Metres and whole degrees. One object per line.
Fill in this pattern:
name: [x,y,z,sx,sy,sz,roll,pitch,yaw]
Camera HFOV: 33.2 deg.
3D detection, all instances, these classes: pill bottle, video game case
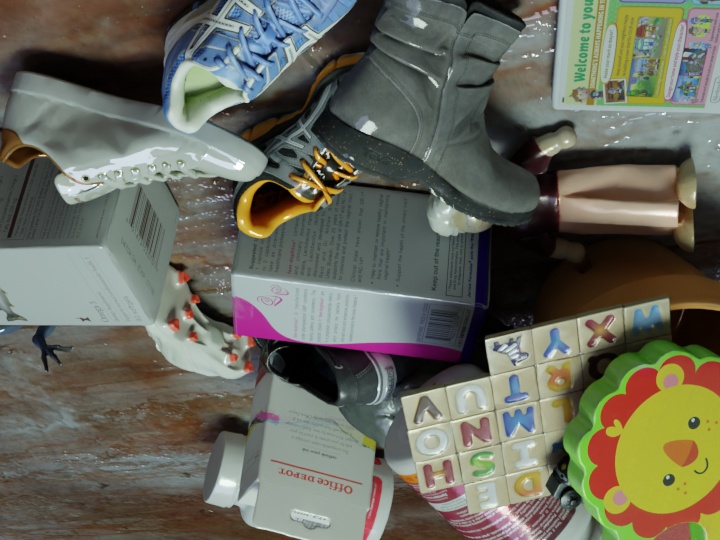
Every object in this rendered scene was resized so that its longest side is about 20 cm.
pill bottle: [-0.072,0.245,1.370,0.199,0.111,0.111,17,147,-15]
pill bottle: [0.122,0.179,0.997,0.200,0.110,0.109,45,136,-17]
video game case: [0.214,-0.169,0.749,0.181,0.022,0.200,3,148,7]

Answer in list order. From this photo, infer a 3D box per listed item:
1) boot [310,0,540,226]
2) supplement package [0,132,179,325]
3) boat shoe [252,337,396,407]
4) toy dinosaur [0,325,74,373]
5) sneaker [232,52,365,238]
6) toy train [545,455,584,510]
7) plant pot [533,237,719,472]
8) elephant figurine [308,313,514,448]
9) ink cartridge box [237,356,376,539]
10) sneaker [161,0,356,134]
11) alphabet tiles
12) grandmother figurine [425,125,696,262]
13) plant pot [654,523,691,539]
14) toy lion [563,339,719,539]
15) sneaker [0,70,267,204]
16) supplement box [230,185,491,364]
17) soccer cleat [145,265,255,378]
boot: [0.075,-0.111,0.795,0.199,0.070,0.132,15,112,-42]
supplement package: [-0.264,-0.032,0.967,0.199,0.118,0.117,-1,148,13]
boat shoe: [-0.051,0.075,1.060,0.066,0.070,0.200,-11,-157,-34]
toy dinosaur: [-0.304,0.010,1.115,0.180,0.200,0.106,-10,111,-13]
sneaker: [-0.024,-0.086,0.875,0.078,0.078,0.200,30,140,-28]
toy train: [0.231,0.171,0.927,0.199,0.034,0.046,15,110,-25]
plant pot: [0.222,0.068,0.965,0.199,0.140,0.201,-4,124,-6]
elephant figurine: [0.074,0.078,1.089,0.155,0.142,0.200,-25,160,-42]
ink cartridge box: [-0.049,0.173,1.168,0.116,0.201,0.068,18,146,-16]
sneaker: [-0.060,-0.153,0.776,0.076,0.077,0.200,29,140,-28]
alphabet tiles: [0.133,0.106,0.888,0.199,0.008,0.168,-13,125,-1]
grandmother figurine: [0.148,-0.053,0.908,0.199,0.061,0.122,-2,118,11]
plant pot: [0.252,0.166,1.122,0.199,0.200,0.177,-8,133,23]
toy lion: [0.232,0.155,0.875,0.191,0.201,0.069,12,-169,-17]
sneaker: [-0.166,-0.079,0.871,0.199,0.085,0.073,15,174,13]
supplement box: [0.000,0.000,0.980,0.199,0.104,0.101,6,149,-1]
soccer cleat: [-0.174,0.052,1.133,0.077,0.070,0.200,-8,148,27]
